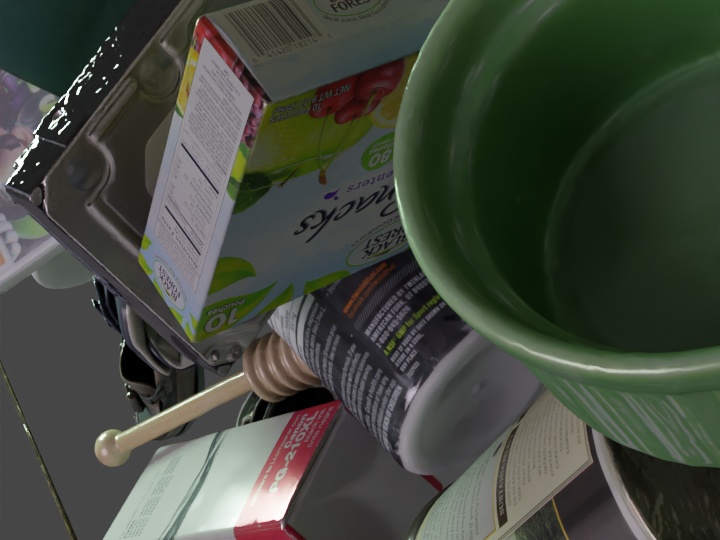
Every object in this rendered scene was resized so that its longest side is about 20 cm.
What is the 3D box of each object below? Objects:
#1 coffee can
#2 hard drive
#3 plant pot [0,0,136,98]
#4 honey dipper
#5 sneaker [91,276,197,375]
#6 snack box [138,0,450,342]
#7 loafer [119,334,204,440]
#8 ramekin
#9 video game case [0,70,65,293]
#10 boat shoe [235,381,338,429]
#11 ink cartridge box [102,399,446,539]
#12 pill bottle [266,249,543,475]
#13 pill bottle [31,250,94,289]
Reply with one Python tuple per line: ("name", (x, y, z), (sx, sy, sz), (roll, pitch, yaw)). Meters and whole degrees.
("coffee can", (0.116, 0.112, 0.651), (0.147, 0.145, 0.200), (57, 145, 16))
("hard drive", (-0.051, -0.072, 0.703), (0.038, 0.201, 0.140), (21, 159, 49))
("plant pot", (-0.178, -0.194, 0.856), (0.200, 0.200, 0.163), (28, 94, 45))
("honey dipper", (-0.091, 0.075, 0.902), (0.199, 0.038, 0.038), (-27, 86, 37))
("sneaker", (-0.101, 0.024, 0.912), (0.146, 0.077, 0.203), (50, 174, 42))
("snack box", (0.011, -0.063, 0.654), (0.053, 0.199, 0.143), (51, 144, 22))
("loafer", (-0.143, 0.047, 1.067), (0.072, 0.062, 0.201), (47, 142, 29))
("ramekin", (0.119, -0.034, 0.520), (0.199, 0.200, 0.098), (36, 171, 40))
("video game case", (-0.192, -0.115, 0.970), (0.199, 0.023, 0.183), (-33, 79, 15))
("boat shoe", (-0.039, 0.088, 0.938), (0.200, 0.063, 0.071), (-35, 79, 57))
("ink cartridge box", (-0.034, 0.159, 0.880), (0.145, 0.085, 0.199), (42, 146, -21))
("pill bottle", (0.000, 0.000, 0.793), (0.200, 0.105, 0.107), (45, 141, 32))
("pill bottle", (-0.224, -0.095, 1.057), (0.201, 0.113, 0.115), (55, 145, 19))
